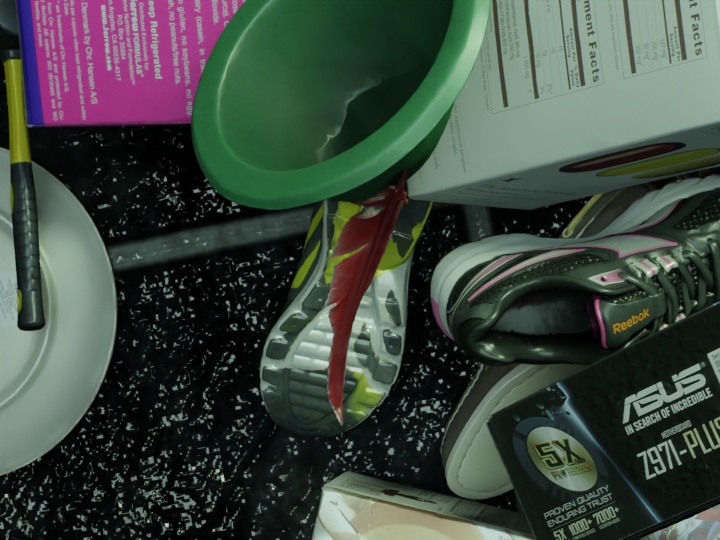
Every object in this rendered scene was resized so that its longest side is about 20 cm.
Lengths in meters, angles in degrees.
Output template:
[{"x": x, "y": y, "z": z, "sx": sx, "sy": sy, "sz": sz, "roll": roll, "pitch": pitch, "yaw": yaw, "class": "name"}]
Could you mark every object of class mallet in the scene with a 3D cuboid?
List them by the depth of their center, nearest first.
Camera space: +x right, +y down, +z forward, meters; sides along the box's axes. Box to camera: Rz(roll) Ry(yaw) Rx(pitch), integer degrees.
[{"x": -0.188, "y": -0.069, "z": 1.290, "sx": 0.041, "sy": 0.066, "sz": 0.200, "roll": -2, "pitch": 74, "yaw": -23, "class": "mallet"}]

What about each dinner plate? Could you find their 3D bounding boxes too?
[{"x": -0.240, "y": 0.024, "z": 1.338, "sx": 0.200, "sy": 0.024, "sz": 0.201, "roll": 0, "pitch": 90, "yaw": 8, "class": "dinner plate"}]

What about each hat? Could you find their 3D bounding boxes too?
[{"x": 0.024, "y": -0.058, "z": 1.179, "sx": 0.200, "sy": 0.176, "sz": 0.166, "roll": -21, "pitch": 49, "yaw": 27, "class": "hat"}]

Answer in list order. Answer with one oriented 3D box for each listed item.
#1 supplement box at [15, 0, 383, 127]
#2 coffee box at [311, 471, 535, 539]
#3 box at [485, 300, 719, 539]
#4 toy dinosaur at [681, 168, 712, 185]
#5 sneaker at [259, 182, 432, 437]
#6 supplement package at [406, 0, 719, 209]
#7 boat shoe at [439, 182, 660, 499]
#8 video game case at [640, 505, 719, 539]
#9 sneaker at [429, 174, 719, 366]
[{"x": -0.076, "y": -0.137, "z": 1.256, "sx": 0.200, "sy": 0.101, "sz": 0.104, "roll": 1, "pitch": 106, "yaw": 13, "class": "supplement box"}, {"x": 0.070, "y": 0.188, "z": 1.233, "sx": 0.200, "sy": 0.080, "sz": 0.115, "roll": 13, "pitch": 92, "yaw": 8, "class": "coffee box"}, {"x": 0.192, "y": 0.063, "z": 1.143, "sx": 0.200, "sy": 0.164, "sz": 0.086, "roll": -29, "pitch": 78, "yaw": 34, "class": "box"}, {"x": 0.243, "y": -0.106, "z": 1.258, "sx": 0.181, "sy": 0.200, "sz": 0.105, "roll": -23, "pitch": 46, "yaw": -13, "class": "toy dinosaur"}, {"x": 0.000, "y": 0.000, "z": 1.281, "sx": 0.074, "sy": 0.085, "sz": 0.200, "roll": 19, "pitch": 113, "yaw": -3, "class": "sneaker"}, {"x": 0.127, "y": -0.104, "z": 1.176, "sx": 0.200, "sy": 0.114, "sz": 0.110, "roll": -13, "pitch": 80, "yaw": 41, "class": "supplement package"}, {"x": 0.107, "y": 0.037, "z": 1.267, "sx": 0.200, "sy": 0.072, "sz": 0.060, "roll": -54, "pitch": 41, "yaw": 15, "class": "boat shoe"}, {"x": 0.174, "y": 0.218, "z": 1.271, "sx": 0.181, "sy": 0.026, "sz": 0.200, "roll": -40, "pitch": 84, "yaw": 6, "class": "video game case"}, {"x": 0.138, "y": 0.014, "z": 1.174, "sx": 0.200, "sy": 0.086, "sz": 0.080, "roll": -17, "pitch": 110, "yaw": 3, "class": "sneaker"}]
